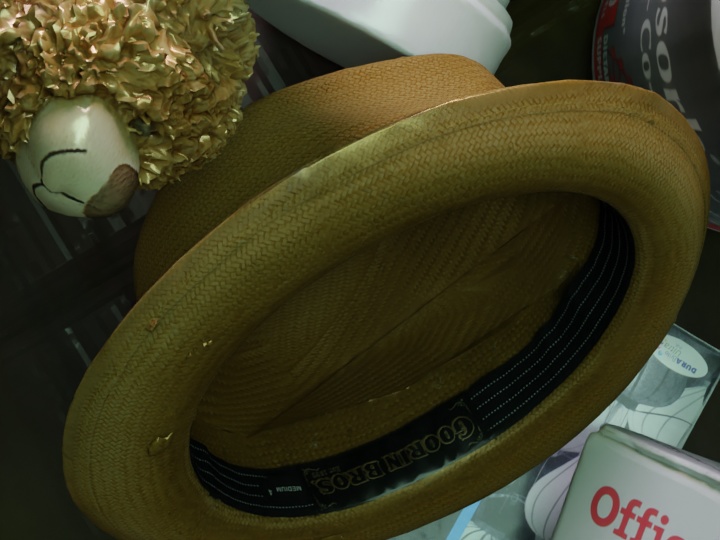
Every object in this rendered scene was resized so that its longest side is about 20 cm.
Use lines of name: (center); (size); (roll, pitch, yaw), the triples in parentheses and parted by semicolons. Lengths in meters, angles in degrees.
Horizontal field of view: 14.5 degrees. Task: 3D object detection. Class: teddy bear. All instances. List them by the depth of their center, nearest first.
teddy bear: (-0.127, -0.053, 0.708); (0.200, 0.067, 0.145); (24, 123, -18)

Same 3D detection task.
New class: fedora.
fedora: (0.000, 0.000, 0.797); (0.201, 0.201, 0.082); (-22, 55, -10)

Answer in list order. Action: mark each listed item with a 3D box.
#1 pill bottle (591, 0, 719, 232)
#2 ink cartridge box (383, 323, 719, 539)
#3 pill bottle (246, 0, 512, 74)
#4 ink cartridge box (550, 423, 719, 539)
pill bottle: (0.146, -0.070, 0.822); (0.116, 0.200, 0.116); (0, 88, -11)
ink cartridge box: (0.024, 0.088, 0.878); (0.099, 0.039, 0.200); (30, 84, -9)
pill bottle: (0.042, -0.154, 0.850); (0.113, 0.113, 0.200); (28, 85, -8)
ink cartridge box: (0.103, 0.163, 0.813); (0.083, 0.145, 0.200); (16, 95, -35)
